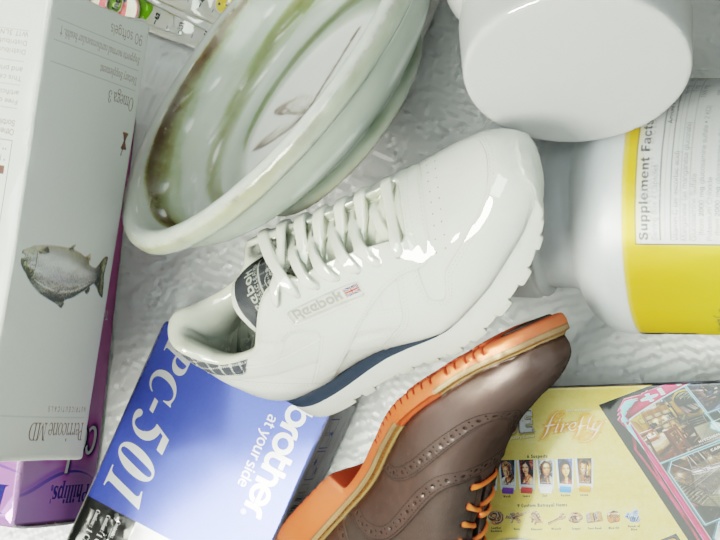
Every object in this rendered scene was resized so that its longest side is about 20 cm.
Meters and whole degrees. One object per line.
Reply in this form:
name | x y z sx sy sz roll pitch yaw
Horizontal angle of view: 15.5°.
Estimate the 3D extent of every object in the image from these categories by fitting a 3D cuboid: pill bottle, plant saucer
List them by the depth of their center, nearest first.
pill bottle | 0.088 -0.162 1.127 0.113 0.114 0.201 -13 52 16
pill bottle | 0.157 -0.028 1.143 0.199 0.112 0.113 0 87 17
plant saucer | -0.025 -0.080 1.166 0.050 0.200 0.200 37 100 -22

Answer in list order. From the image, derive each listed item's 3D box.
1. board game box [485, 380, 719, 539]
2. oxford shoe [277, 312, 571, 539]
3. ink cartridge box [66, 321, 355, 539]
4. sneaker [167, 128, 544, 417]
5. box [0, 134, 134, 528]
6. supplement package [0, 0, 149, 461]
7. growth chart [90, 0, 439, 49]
board game box | 0.145 0.117 1.179 0.199 0.035 0.136 -2 87 17
oxford shoe | 0.041 0.090 1.158 0.073 0.071 0.200 54 134 15
ink cartridge box | -0.087 0.134 1.243 0.094 0.044 0.201 25 94 15
sneaker | 0.000 0.000 1.125 0.200 0.080 0.077 -40 41 39
box | -0.214 0.012 1.261 0.175 0.097 0.201 6 90 17
supplement package | -0.177 -0.024 1.141 0.117 0.117 0.201 9 90 16
growth chart | -0.046 -0.160 1.261 0.199 0.018 0.146 15 91 16
